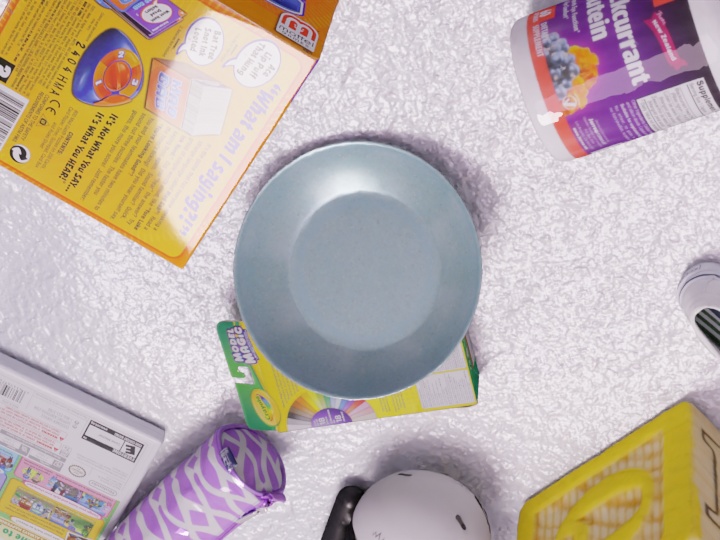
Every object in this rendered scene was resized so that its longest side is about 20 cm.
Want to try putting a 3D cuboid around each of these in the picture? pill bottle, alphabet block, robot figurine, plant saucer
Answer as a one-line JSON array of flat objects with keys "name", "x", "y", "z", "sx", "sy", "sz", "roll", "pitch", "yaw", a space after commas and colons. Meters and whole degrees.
[{"name": "pill bottle", "x": 0.217, "y": -0.160, "z": 1.485, "sx": 0.199, "sy": 0.112, "sz": 0.112, "roll": -19, "pitch": 117, "yaw": 18}, {"name": "alphabet block", "x": 0.257, "y": 0.267, "z": 1.688, "sx": 0.195, "sy": 0.197, "sz": 0.200, "roll": -36, "pitch": 110, "yaw": 24}, {"name": "robot figurine", "x": 0.040, "y": 0.264, "z": 1.760, "sx": 0.149, "sy": 0.125, "sz": 0.201, "roll": 12, "pitch": 122, "yaw": -5}, {"name": "plant saucer", "x": 0.000, "y": 0.000, "z": 1.623, "sx": 0.200, "sy": 0.039, "sz": 0.203, "roll": 0, "pitch": 89, "yaw": 12}]

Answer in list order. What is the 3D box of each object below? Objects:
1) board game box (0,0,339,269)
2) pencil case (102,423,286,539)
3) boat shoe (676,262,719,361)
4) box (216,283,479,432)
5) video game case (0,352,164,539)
[{"name": "board game box", "x": -0.148, "y": -0.168, "z": 1.480, "sx": 0.199, "sy": 0.200, "sz": 0.200, "roll": 30, "pitch": 120, "yaw": -10}, {"name": "pencil case", "x": -0.144, "y": 0.215, "z": 1.777, "sx": 0.200, "sy": 0.084, "sz": 0.086, "roll": -44, "pitch": 70, "yaw": 29}, {"name": "boat shoe", "x": 0.326, "y": 0.077, "z": 1.638, "sx": 0.199, "sy": 0.067, "sz": 0.074, "roll": 34, "pitch": 120, "yaw": -13}, {"name": "box", "x": -0.010, "y": 0.067, "z": 1.693, "sx": 0.199, "sy": 0.048, "sz": 0.118, "roll": -9, "pitch": 119, "yaw": 10}, {"name": "video game case", "x": -0.295, "y": 0.166, "z": 1.807, "sx": 0.199, "sy": 0.022, "sz": 0.183, "roll": 26, "pitch": 121, "yaw": -9}]
